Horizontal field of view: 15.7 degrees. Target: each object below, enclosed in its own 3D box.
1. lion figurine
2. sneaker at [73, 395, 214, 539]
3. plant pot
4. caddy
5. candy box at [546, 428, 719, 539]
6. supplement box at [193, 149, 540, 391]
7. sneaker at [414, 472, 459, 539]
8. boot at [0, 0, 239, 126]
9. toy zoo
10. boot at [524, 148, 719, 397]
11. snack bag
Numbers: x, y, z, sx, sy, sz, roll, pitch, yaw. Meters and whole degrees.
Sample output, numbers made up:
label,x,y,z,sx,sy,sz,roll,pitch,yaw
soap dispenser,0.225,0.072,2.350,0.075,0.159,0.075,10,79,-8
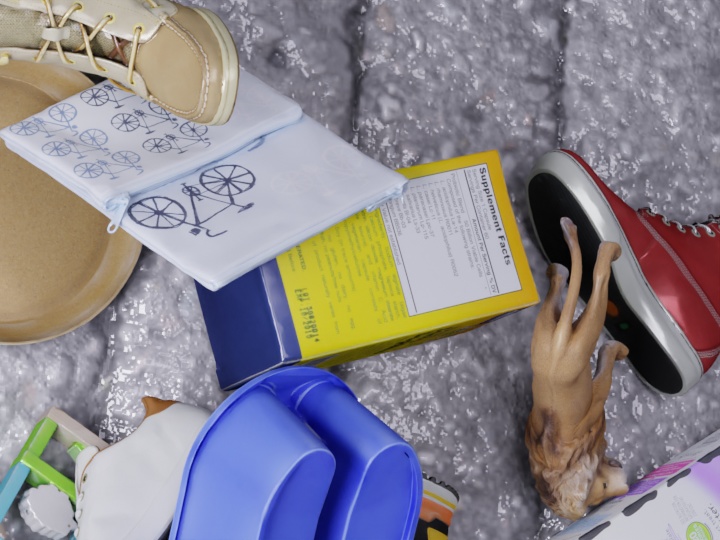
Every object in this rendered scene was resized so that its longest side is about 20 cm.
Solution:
label,x,y,z,sx,sy,sz,roll,pitch,yaw
lion figurine,0.141,0.071,1.771,0.201,0.072,0.123,70,34,-45
sneaker,-0.155,0.165,1.618,0.084,0.073,0.200,21,59,20
plant pot,-0.234,-0.048,1.678,0.199,0.027,0.201,7,74,-25
caddy,-0.048,0.160,1.617,0.141,0.105,0.201,-1,112,-41
candy box,0.242,0.220,1.824,0.199,0.071,0.168,-28,93,-29
supplement box,0.000,0.000,1.735,0.199,0.109,0.110,-12,84,-27
sneaker,-0.032,0.160,1.705,0.199,0.070,0.091,18,75,-20
boot,-0.178,-0.147,1.635,0.155,0.200,0.073,1,117,-35
toy zoo,-0.187,0.198,1.623,0.131,0.020,0.201,36,53,-14
boot,0.213,-0.030,1.873,0.144,0.072,0.200,-44,107,-28
snack bag,-0.098,-0.070,1.660,0.200,0.021,0.188,35,43,28
